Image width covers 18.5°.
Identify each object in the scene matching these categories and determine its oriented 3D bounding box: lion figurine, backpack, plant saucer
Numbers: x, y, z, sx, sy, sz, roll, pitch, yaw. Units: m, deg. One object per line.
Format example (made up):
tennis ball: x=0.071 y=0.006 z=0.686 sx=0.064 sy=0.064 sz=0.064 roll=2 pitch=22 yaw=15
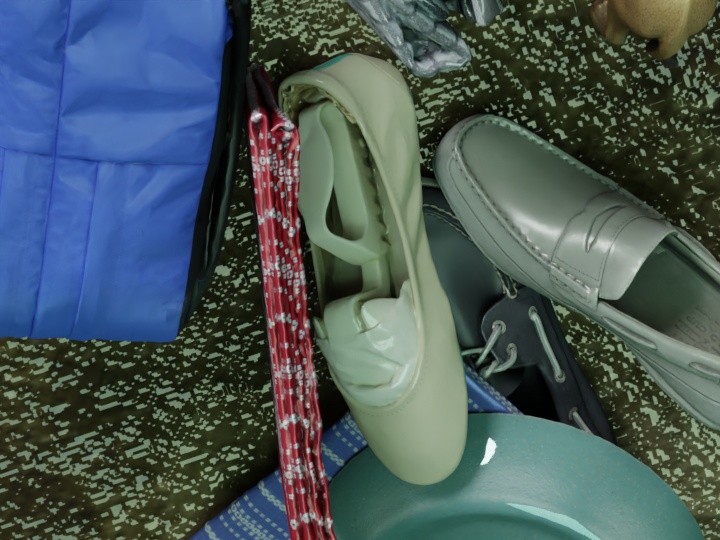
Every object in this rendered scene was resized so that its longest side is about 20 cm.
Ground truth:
lion figurine: x=0.131 y=-0.162 z=0.951 sx=0.072 sy=0.123 sz=0.200 roll=-16 pitch=115 yaw=0
backpack: x=-0.137 y=-0.074 z=0.939 sx=0.167 sy=0.163 sz=0.200 roll=0 pitch=122 yaw=-9
plant saucer: x=0.069 y=0.159 z=1.058 sx=0.200 sy=0.036 sz=0.200 roll=5 pitch=123 yaw=8

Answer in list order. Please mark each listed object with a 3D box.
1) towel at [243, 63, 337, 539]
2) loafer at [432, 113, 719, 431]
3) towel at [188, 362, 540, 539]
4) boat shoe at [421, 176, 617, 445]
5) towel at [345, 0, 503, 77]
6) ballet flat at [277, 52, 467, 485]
towel: x=-0.032 y=0.018 z=0.968 sx=0.022 sy=0.145 sz=0.200 roll=-7 pitch=104 yaw=-4
loafer: x=0.121 y=-0.006 z=1.018 sx=0.200 sy=0.070 sz=0.070 roll=38 pitch=65 yaw=2
towel: x=0.023 y=0.130 z=1.086 sx=0.145 sy=0.024 sz=0.200 roll=41 pitch=122 yaw=-15
boat shoe: x=0.070 y=0.042 z=1.064 sx=0.073 sy=0.063 sz=0.200 roll=-30 pitch=113 yaw=6
towel: x=-0.009 y=-0.190 z=0.901 sx=0.086 sy=0.166 sz=0.200 roll=-36 pitch=113 yaw=2
ballet flat: x=0.000 y=0.000 z=0.996 sx=0.069 sy=0.069 sz=0.200 roll=-11 pitch=83 yaw=-3
